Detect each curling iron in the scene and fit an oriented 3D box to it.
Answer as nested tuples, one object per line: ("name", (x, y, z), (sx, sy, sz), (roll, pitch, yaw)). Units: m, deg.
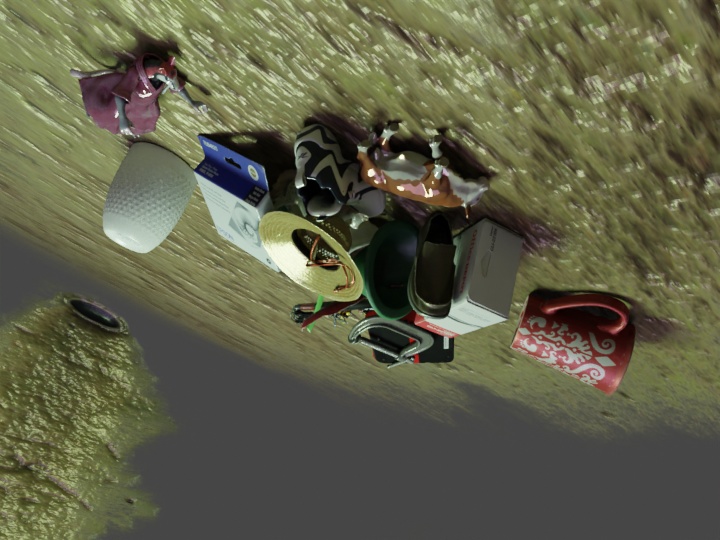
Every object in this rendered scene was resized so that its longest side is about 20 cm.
("curling iron", (-0.038, 0.071, 1.161), (0.194, 0.026, 0.050), (-9, 143, -3))

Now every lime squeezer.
("lime squeezer", (-0.033, 0.028, 1.122), (0.071, 0.198, 0.038), (55, 177, -1))

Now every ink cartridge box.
("ink cartridge box", (0.181, 0.020, 1.034), (0.082, 0.148, 0.200), (21, 160, -13))
("ink cartridge box", (-0.214, -0.116, 1.061), (0.197, 0.040, 0.203), (29, 145, 37))

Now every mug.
("mug", (0.397, 0.110, 1.131), (0.195, 0.182, 0.133), (20, -164, 14))
("mug", (-0.439, -0.133, 1.208), (0.197, 0.179, 0.147), (-3, 149, 46))

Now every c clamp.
("c clamp", (0.052, 0.143, 1.181), (0.169, 0.028, 0.198), (-26, 138, 37))

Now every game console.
("game console", (0.102, 0.134, 1.218), (0.171, 0.032, 0.202), (-3, 147, 7))

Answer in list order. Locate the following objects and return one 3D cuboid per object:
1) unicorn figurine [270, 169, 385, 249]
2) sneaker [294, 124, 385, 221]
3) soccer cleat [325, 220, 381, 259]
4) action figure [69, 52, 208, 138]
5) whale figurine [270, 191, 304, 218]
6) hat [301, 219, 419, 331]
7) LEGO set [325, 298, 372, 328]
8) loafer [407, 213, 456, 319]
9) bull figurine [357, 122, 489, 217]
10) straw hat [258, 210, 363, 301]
("unicorn figurine", (-0.074, -0.097, 1.054), (0.198, 0.074, 0.138), (38, 113, -9))
("sneaker", (-0.034, -0.111, 0.929), (0.078, 0.132, 0.199), (-10, 143, 30))
("soccer cleat", (-0.054, -0.032, 1.113), (0.195, 0.079, 0.070), (-17, 148, 3))
("action figure", (-0.327, -0.280, 0.912), (0.198, 0.133, 0.152), (-22, 92, 44))
("whale figurine", (-0.183, -0.093, 1.165), (0.197, 0.106, 0.158), (32, 157, -19))
("hat", (0.000, 0.000, 1.085), (0.173, 0.198, 0.170), (3, 112, 44))
("LEGO set", (-0.009, 0.036, 1.196), (0.150, 0.116, 0.204), (15, 129, 23))
("loafer", (0.116, -0.013, 0.970), (0.073, 0.204, 0.071), (6, 139, -2))
("bull figurine", (0.085, -0.140, 0.859), (0.195, 0.066, 0.122), (13, 154, 15))
("straw hat", (-0.062, -0.047, 0.984), (0.197, 0.086, 0.203), (26, 149, 17))
